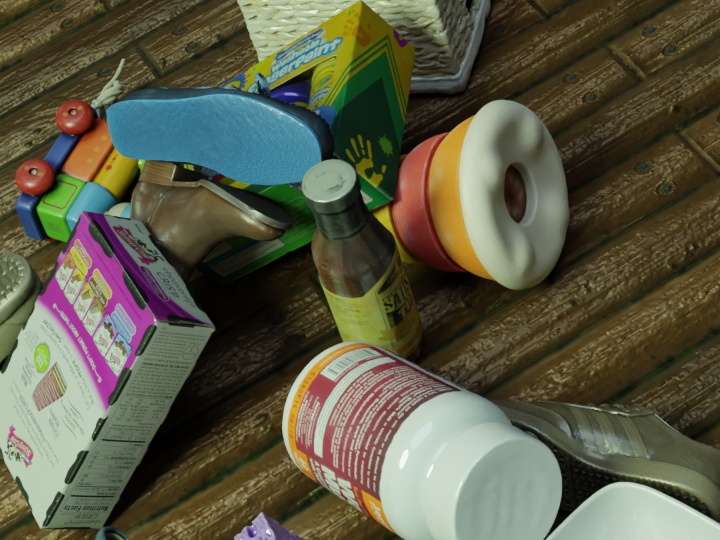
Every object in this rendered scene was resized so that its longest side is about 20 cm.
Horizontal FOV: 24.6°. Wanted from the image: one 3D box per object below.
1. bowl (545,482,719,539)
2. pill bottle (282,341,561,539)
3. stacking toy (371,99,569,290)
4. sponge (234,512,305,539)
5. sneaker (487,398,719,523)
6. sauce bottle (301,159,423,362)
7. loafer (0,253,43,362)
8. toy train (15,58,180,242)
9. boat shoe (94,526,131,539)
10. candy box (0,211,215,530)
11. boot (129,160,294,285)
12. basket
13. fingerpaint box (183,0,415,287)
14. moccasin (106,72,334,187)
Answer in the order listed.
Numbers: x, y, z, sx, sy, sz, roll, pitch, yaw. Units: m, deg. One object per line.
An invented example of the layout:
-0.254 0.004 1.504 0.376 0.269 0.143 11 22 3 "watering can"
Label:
0.183 0.255 1.041 0.200 0.075 0.200 32 67 36 "bowl"
0.040 0.126 1.132 0.110 0.110 0.200 -42 33 -17 "pill bottle"
0.054 -0.052 1.318 0.199 0.146 0.147 -6 48 37 "stacking toy"
-0.007 0.255 1.075 0.030 0.112 0.200 -40 50 6 "sponge"
0.171 0.128 1.165 0.199 0.071 0.076 19 41 25 "sneaker"
0.000 0.000 1.220 0.066 0.200 0.066 -8 52 10 "sauce bottle"
-0.333 0.072 1.358 0.200 0.068 0.076 -38 45 7 "loafer"
-0.208 -0.105 1.454 0.115 0.085 0.201 18 59 16 "toy train"
-0.133 0.251 1.140 0.200 0.075 0.062 38 106 43 "boat shoe"
-0.202 0.077 1.242 0.201 0.061 0.136 -58 47 22 "candy box"
-0.138 0.027 1.266 0.186 0.064 0.201 22 94 51 "boot"
0.005 -0.280 1.472 0.199 0.161 0.199 2 54 21 "basket"
-0.059 -0.103 1.349 0.199 0.073 0.168 -25 41 38 "fingerpaint box"
-0.101 -0.116 1.246 0.199 0.081 0.068 15 29 29 "moccasin"
